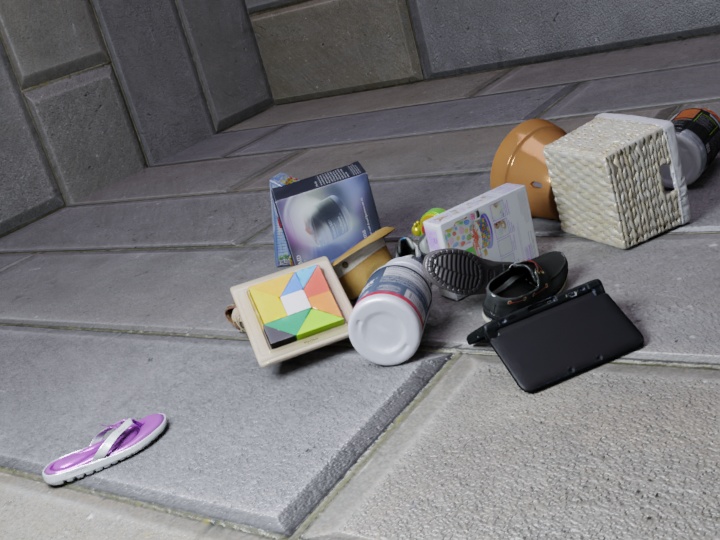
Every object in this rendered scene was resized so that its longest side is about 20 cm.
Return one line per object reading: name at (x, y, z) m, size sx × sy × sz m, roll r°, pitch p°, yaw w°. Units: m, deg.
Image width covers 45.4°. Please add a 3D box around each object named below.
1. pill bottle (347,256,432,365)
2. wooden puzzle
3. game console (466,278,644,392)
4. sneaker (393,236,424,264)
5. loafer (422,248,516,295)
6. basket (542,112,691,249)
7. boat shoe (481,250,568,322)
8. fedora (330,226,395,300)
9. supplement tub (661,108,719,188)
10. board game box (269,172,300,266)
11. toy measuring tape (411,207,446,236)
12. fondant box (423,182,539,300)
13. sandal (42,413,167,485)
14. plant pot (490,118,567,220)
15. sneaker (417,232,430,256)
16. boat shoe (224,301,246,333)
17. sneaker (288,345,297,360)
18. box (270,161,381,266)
pill bottle at (0.056, 0.058, 1.415) m, size 0.118 × 0.121 × 0.200 m, roll -10°, pitch 20°, yaw 17°
wooden puzzle at (-0.112, 0.061, 1.466) m, size 0.183 × 0.037 × 0.201 m, roll -19°, pitch 47°, yaw -13°
game console at (0.281, 0.103, 1.273) m, size 0.198 × 0.118 × 0.176 m, roll -20°, pitch -10°, yaw -12°
sneaker at (0.096, -0.030, 1.668) m, size 0.074 × 0.088 × 0.200 m, roll -16°, pitch 19°, yaw 3°
loafer at (0.185, 0.010, 1.458) m, size 0.198 × 0.074 × 0.071 m, roll 12°, pitch -7°, yaw -24°
basket at (0.467, -0.163, 1.577) m, size 0.160 × 0.200 × 0.200 m, roll -27°, pitch 23°, yaw -17°
boat shoe at (0.277, 0.018, 1.409) m, size 0.200 × 0.064 × 0.073 m, roll -30°, pitch 49°, yaw -32°
fedora at (0.000, 0.000, 1.622) m, size 0.200 × 0.082 × 0.201 m, roll -36°, pitch -2°, yaw -1°
supplement tub at (0.671, -0.258, 1.773) m, size 0.122 × 0.124 × 0.200 m, roll 1°, pitch 26°, yaw 39°
board game box at (-0.118, -0.121, 1.900) m, size 0.198 × 0.202 × 0.062 m, roll -7°, pitch 21°, yaw 25°
toy measuring tape at (0.191, -0.097, 1.793) m, size 0.198 × 0.074 × 0.073 m, roll -2°, pitch 24°, yaw 35°
fondant box at (0.220, -0.054, 1.547) m, size 0.199 × 0.146 × 0.058 m, roll -25°, pitch 22°, yaw -25°
sandal at (-0.390, 0.262, 1.317) m, size 0.201 × 0.050 × 0.082 m, roll -27°, pitch 23°, yaw -27°
plant pot at (0.380, -0.189, 1.731) m, size 0.198 × 0.202 × 0.140 m, roll -25°, pitch 34°, yaw -23°
sneaker at (0.159, -0.049, 1.683) m, size 0.079 × 0.076 × 0.199 m, roll -16°, pitch -2°, yaw 34°
boat shoe at (-0.201, 0.091, 1.605) m, size 0.071 × 0.076 × 0.200 m, roll -28°, pitch 13°, yaw -20°
sneaker at (-0.092, 0.100, 1.511) m, size 0.090 × 0.077 × 0.200 m, roll 11°, pitch 39°, yaw 34°
box at (-0.062, -0.093, 1.789) m, size 0.196 × 0.202 × 0.123 m, roll -18°, pitch 20°, yaw -3°
